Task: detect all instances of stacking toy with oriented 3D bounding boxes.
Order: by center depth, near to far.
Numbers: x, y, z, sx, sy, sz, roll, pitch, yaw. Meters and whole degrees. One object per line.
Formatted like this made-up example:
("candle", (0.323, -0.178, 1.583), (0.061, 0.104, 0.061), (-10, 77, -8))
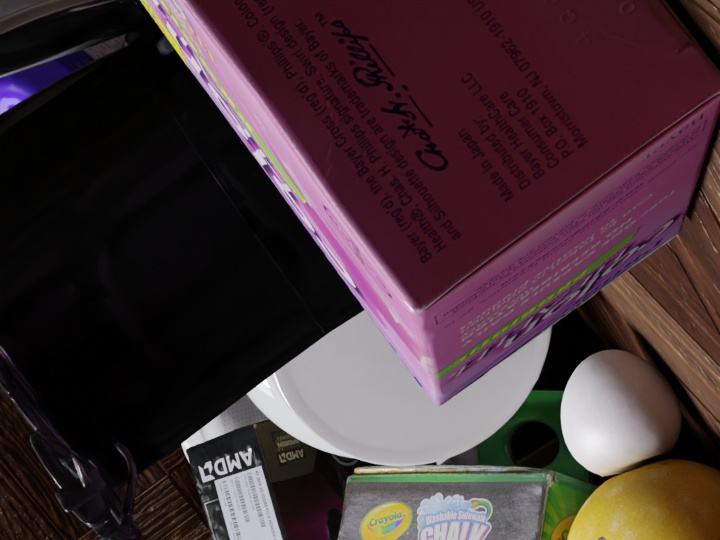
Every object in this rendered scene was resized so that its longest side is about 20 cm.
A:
("stacking toy", (0.126, 0.129, 1.146), (0.146, 0.146, 0.201), (67, -177, -79))

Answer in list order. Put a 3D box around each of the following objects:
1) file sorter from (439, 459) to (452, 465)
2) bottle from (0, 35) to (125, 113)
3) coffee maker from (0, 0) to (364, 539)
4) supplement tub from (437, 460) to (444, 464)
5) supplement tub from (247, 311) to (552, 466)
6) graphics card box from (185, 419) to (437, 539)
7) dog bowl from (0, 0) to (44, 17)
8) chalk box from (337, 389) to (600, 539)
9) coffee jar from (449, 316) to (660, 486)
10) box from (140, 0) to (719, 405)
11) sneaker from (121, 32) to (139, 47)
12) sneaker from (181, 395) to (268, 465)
("file sorter", (0.038, 0.056, 1.525), (0.200, 0.124, 0.139), (57, 176, -39))
("bottle", (-0.082, -0.088, 1.246), (0.084, 0.200, 0.065), (49, 135, 0))
("coffee maker", (-0.034, -0.022, 0.949), (0.192, 0.200, 0.135), (56, -179, 33))
("supplement tub", (0.099, 0.178, 1.783), (0.200, 0.144, 0.145), (54, 177, 26))
("supplement tub", (0.000, 0.000, 1.250), (0.145, 0.144, 0.200), (55, 178, -18))
("graphics card box", (0.001, 0.162, 1.321), (0.125, 0.051, 0.201), (-8, -101, -50))
("dog bowl", (-0.175, -0.199, 1.244), (0.200, 0.200, 0.079), (55, 179, -9))
("chalk box", (0.068, 0.152, 1.234), (0.124, 0.201, 0.124), (-2, 161, 44))
("coffee jar", (0.101, 0.101, 1.373), (0.200, 0.085, 0.104), (55, -175, -31))
("box", (0.005, -0.070, 0.778), (0.176, 0.097, 0.200), (54, 178, 9))
("sneaker", (-0.063, -0.104, 1.172), (0.200, 0.087, 0.076), (-101, 3, -47))
("sneaker", (0.007, 0.117, 1.427), (0.200, 0.074, 0.115), (47, 134, -10))
